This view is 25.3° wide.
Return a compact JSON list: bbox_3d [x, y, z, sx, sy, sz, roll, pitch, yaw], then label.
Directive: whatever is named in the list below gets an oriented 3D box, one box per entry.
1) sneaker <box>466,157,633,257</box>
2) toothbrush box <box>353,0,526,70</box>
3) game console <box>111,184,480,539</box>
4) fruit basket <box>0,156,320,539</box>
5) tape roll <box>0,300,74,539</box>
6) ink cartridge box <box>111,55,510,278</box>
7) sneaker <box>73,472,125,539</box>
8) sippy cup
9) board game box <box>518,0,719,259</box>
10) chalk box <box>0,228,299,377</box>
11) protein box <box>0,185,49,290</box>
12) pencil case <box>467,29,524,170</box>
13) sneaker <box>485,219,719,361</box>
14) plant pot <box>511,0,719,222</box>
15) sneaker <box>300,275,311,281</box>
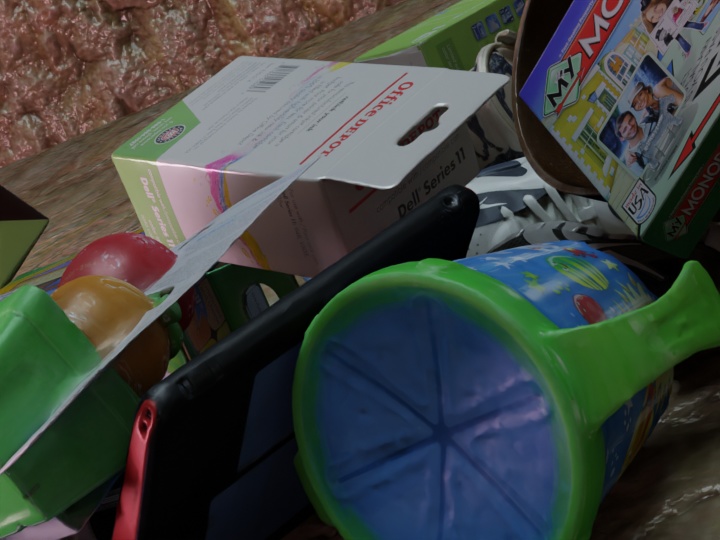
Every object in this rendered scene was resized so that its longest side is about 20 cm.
[{"bbox_3d":[0.129,-0.035,0.932,0.198,0.080,0.129,-18,2,-22],"label":"sneaker"},{"bbox_3d":[0.114,-0.133,1.186,0.199,0.147,0.086,-33,16,-31],"label":"toothbrush box"},{"bbox_3d":[-0.029,0.065,0.710,0.199,0.031,0.178,-35,-23,-37],"label":"game console"},{"bbox_3d":[-0.117,0.038,0.718,0.185,0.094,0.200,-26,12,48],"label":"fruit basket"},{"bbox_3d":[-0.231,0.103,0.770,0.070,0.204,0.202,-10,19,44],"label":"tape roll"},{"bbox_3d":[-0.020,-0.055,0.850,0.199,0.068,0.117,10,40,41],"label":"ink cartridge box"},{"bbox_3d":[-0.069,0.088,0.814,0.078,0.078,0.200,-12,16,43],"label":"sneaker"},{"bbox_3d":[0.062,0.049,0.659,0.177,0.141,0.130,15,24,32],"label":"sippy cup"},{"bbox_3d":[0.148,-0.123,0.654,0.201,0.029,0.135,-61,30,20],"label":"board game box"},{"bbox_3d":[-0.125,0.047,0.956,0.198,0.125,0.124,-19,14,22],"label":"chalk box"},{"bbox_3d":[-0.335,0.043,1.045,0.200,0.134,0.199,-47,12,44],"label":"protein box"},{"bbox_3d":[0.051,-0.074,1.067,0.077,0.090,0.200,-7,-22,-43],"label":"pencil case"},{"bbox_3d":[0.106,0.018,0.803,0.090,0.067,0.199,-31,18,-35],"label":"sneaker"},{"bbox_3d":[0.207,-0.097,0.774,0.199,0.189,0.186,18,-7,-28],"label":"plant pot"},{"bbox_3d":[0.000,0.000,0.900,0.076,0.081,0.200,-25,37,-9],"label":"sneaker"}]
